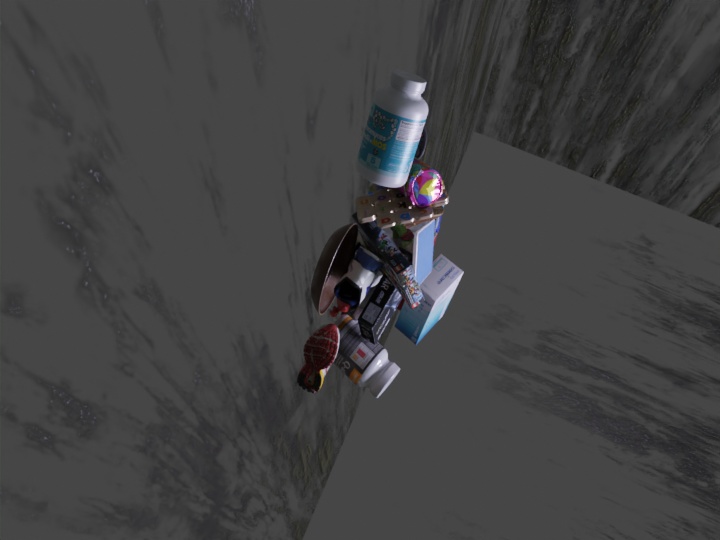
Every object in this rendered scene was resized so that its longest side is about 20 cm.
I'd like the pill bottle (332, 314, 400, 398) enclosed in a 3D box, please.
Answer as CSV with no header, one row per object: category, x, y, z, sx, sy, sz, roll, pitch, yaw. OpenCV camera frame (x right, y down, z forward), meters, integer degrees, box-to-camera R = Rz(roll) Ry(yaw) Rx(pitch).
pill bottle,-0.002,0.216,1.690,0.117,0.199,0.117,-46,168,-13

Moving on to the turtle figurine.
turtle figurine,0.107,-0.148,1.603,0.201,0.141,0.197,-51,129,-37

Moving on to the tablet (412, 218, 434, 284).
tablet,0.146,-0.040,1.561,0.200,0.013,0.134,-36,130,-68

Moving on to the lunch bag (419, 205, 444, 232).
lunch bag,0.168,-0.179,1.984,0.202,0.157,0.084,94,22,-61

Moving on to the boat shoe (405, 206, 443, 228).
boat shoe,0.134,-0.156,1.844,0.068,0.194,0.073,111,-35,-52

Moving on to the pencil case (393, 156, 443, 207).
pencil case,0.095,-0.203,1.420,0.200,0.086,0.091,48,-57,55

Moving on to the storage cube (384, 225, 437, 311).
storage cube,0.104,-0.025,1.929,0.201,0.167,0.184,-54,163,-56

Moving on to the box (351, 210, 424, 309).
box,0.060,-0.027,1.451,0.037,0.201,0.138,-32,142,-5

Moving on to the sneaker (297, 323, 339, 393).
sneaker,-0.096,0.191,1.566,0.202,0.076,0.083,-64,180,40

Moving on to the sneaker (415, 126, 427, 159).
sneaker,0.114,-0.288,1.757,0.087,0.072,0.204,-83,-166,-70

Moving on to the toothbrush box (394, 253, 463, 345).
toothbrush box,0.184,0.079,1.817,0.146,0.085,0.202,-41,161,-35

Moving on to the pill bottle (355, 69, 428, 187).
pill bottle,0.064,-0.273,1.291,0.111,0.108,0.205,-50,160,-62

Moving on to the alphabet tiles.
alphabet tiles,0.086,-0.149,1.431,0.198,0.194,0.015,-98,174,-57

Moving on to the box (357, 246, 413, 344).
box,0.063,0.063,1.600,0.203,0.043,0.161,-59,167,-15

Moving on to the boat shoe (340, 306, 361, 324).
boat shoe,-0.014,0.098,1.770,0.070,0.066,0.200,-42,174,-18

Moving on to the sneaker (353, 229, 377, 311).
sneaker,0.000,0.000,1.610,0.088,0.079,0.207,-23,113,-63

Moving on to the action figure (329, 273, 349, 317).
action figure,-0.022,0.039,1.707,0.202,0.051,0.066,-58,162,-31

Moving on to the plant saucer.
plant saucer,-0.059,-0.009,1.402,0.200,0.036,0.206,22,89,-82

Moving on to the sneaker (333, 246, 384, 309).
sneaker,-0.010,0.020,1.452,0.116,0.080,0.200,-54,175,-6
